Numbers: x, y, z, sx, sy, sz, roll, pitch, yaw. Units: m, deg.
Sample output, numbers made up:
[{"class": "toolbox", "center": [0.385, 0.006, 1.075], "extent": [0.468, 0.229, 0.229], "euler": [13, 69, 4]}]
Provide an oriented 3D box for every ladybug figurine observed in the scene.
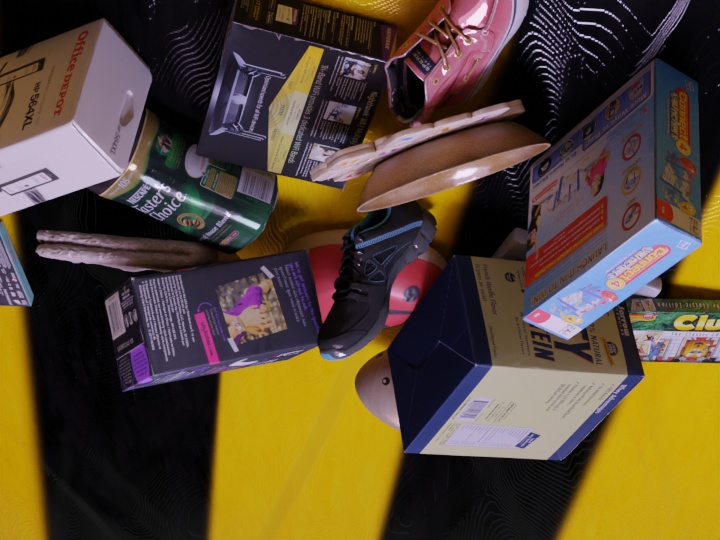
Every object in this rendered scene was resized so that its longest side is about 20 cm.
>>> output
[{"class": "ladybug figurine", "center": [0.003, 0.015, 1.805], "extent": [0.198, 0.072, 0.136], "euler": [0, 143, 10]}, {"class": "ladybug figurine", "center": [0.092, 0.139, 1.901], "extent": [0.199, 0.136, 0.072], "euler": [11, 125, -27]}]

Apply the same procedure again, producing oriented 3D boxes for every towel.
[{"class": "towel", "center": [-0.242, -0.017, 1.772], "extent": [0.198, 0.035, 0.132], "euler": [4, 178, 17]}]

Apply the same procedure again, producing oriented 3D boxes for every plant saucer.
[{"class": "plant saucer", "center": [0.085, -0.105, 1.586], "extent": [0.199, 0.036, 0.200], "euler": [-18, 177, -1]}]

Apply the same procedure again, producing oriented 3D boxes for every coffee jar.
[{"class": "coffee jar", "center": [-0.191, -0.096, 1.676], "extent": [0.199, 0.086, 0.104], "euler": [25, 149, -22]}]

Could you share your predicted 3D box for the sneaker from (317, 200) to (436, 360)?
[{"class": "sneaker", "center": [0.000, 0.000, 1.697], "extent": [0.073, 0.201, 0.082], "euler": [1, 145, 48]}]

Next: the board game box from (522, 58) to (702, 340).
[{"class": "board game box", "center": [0.237, -0.066, 1.552], "extent": [0.056, 0.197, 0.200], "euler": [24, 141, -22]}]

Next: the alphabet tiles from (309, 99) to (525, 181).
[{"class": "alphabet tiles", "center": [0.053, -0.124, 1.552], "extent": [0.199, 0.015, 0.195], "euler": [-17, 176, -20]}]

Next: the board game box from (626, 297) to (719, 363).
[{"class": "board game box", "center": [0.383, 0.069, 1.833], "extent": [0.198, 0.024, 0.105], "euler": [1, 142, -5]}]

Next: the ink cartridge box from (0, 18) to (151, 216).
[{"class": "ink cartridge box", "center": [-0.316, -0.143, 1.587], "extent": [0.199, 0.147, 0.084], "euler": [-17, 136, 27]}]

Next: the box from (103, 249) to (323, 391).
[{"class": "box", "center": [-0.154, 0.052, 1.724], "extent": [0.199, 0.107, 0.122], "euler": [-9, 173, -26]}]

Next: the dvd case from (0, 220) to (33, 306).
[{"class": "dvd case", "center": [-0.494, -0.010, 1.901], "extent": [0.198, 0.022, 0.146], "euler": [0, 143, 8]}]

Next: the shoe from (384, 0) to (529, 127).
[{"class": "shoe", "center": [0.083, -0.207, 1.463], "extent": [0.071, 0.091, 0.200], "euler": [46, 149, 16]}]

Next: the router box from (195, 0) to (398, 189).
[{"class": "router box", "center": [-0.065, -0.173, 1.582], "extent": [0.156, 0.053, 0.200], "euler": [13, 143, -9]}]

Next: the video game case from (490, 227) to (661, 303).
[{"class": "video game case", "center": [0.212, 0.040, 1.842], "extent": [0.181, 0.024, 0.200], "euler": [18, 142, -14]}]

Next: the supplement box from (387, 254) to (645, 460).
[{"class": "supplement box", "center": [0.162, 0.099, 1.762], "extent": [0.198, 0.135, 0.200], "euler": [5, 146, -22]}]
